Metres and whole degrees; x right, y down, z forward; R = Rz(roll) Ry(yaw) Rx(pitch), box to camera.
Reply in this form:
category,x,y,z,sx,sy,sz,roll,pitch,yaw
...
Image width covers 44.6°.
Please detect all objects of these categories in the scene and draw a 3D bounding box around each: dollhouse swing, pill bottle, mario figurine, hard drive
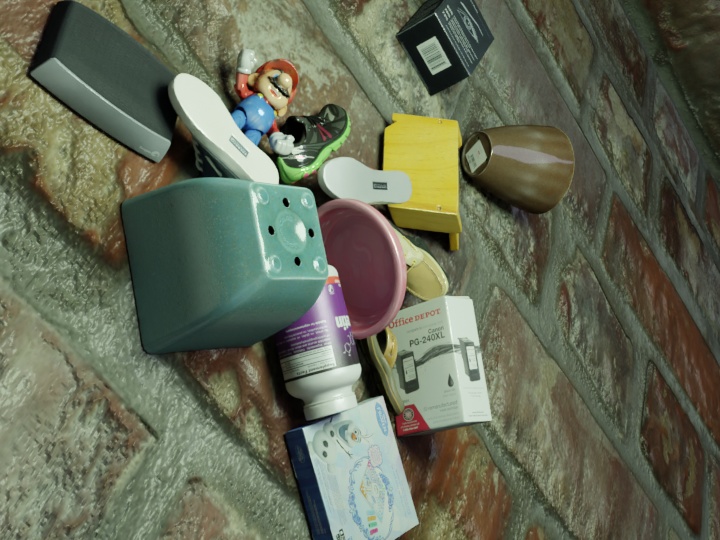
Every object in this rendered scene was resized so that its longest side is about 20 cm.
category,x,y,z,sx,sy,sz,roll,pitch,yaw
dollhouse swing,0.118,-0.153,1.652,0.177,0.177,0.204,6,63,-6
pill bottle,-0.064,0.101,1.238,0.111,0.111,0.205,-7,80,-53
mario figurine,-0.143,-0.246,1.291,0.125,0.104,0.202,78,30,-48
hard drive,-0.313,-0.245,1.126,0.199,0.042,0.137,36,49,-38

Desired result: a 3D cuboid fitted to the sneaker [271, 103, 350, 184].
category,x,y,z,sx,sy,sz,roll,pitch,yaw
sneaker,-0.077,-0.219,1.394,0.085,0.076,0.201,58,37,-22

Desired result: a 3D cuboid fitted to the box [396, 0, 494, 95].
category,x,y,z,sx,sy,sz,roll,pitch,yaw
box,0.180,-0.484,1.820,0.149,0.103,0.201,56,38,-18

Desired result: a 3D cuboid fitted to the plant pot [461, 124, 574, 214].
category,x,y,z,sx,sy,sz,roll,pitch,yaw
plant pot,0.313,-0.226,1.840,0.197,0.186,0.191,6,69,-35

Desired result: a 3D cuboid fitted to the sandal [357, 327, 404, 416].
category,x,y,z,sx,sy,sz,roll,pitch,yaw
sandal,0.035,0.128,1.375,0.053,0.080,0.204,-23,100,-13

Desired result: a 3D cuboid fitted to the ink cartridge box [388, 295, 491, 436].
category,x,y,z,sx,sy,sz,roll,pitch,yaw
ink cartridge box,0.120,0.155,1.425,0.082,0.144,0.205,8,69,-47

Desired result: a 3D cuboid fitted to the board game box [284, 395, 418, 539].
category,x,y,z,sx,sy,sz,roll,pitch,yaw
board game box,-0.008,0.306,1.276,0.197,0.043,0.204,-10,82,-53

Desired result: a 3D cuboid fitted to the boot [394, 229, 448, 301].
category,x,y,z,sx,sy,sz,roll,pitch,yaw
boot,0.050,-0.016,1.384,0.200,0.073,0.155,46,14,3

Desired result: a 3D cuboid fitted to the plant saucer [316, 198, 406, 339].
category,x,y,z,sx,sy,sz,roll,pitch,yaw
plant saucer,-0.007,-0.004,1.283,0.050,0.198,0.205,-13,85,-49

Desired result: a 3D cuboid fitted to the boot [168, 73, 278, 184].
category,x,y,z,sx,sy,sz,roll,pitch,yaw
boot,-0.206,-0.168,1.195,0.201,0.089,0.073,50,44,-22

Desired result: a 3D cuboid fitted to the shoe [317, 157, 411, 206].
category,x,y,z,sx,sy,sz,roll,pitch,yaw
shoe,-0.012,-0.136,1.432,0.197,0.090,0.073,2,85,-44

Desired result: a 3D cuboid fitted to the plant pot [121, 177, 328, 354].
category,x,y,z,sx,sy,sz,roll,pitch,yaw
plant pot,-0.153,-0.019,1.104,0.194,0.197,0.200,1,74,-51

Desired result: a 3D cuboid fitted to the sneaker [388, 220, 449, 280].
category,x,y,z,sx,sy,sz,roll,pitch,yaw
sneaker,0.076,-0.033,1.524,0.200,0.060,0.104,45,20,-8
